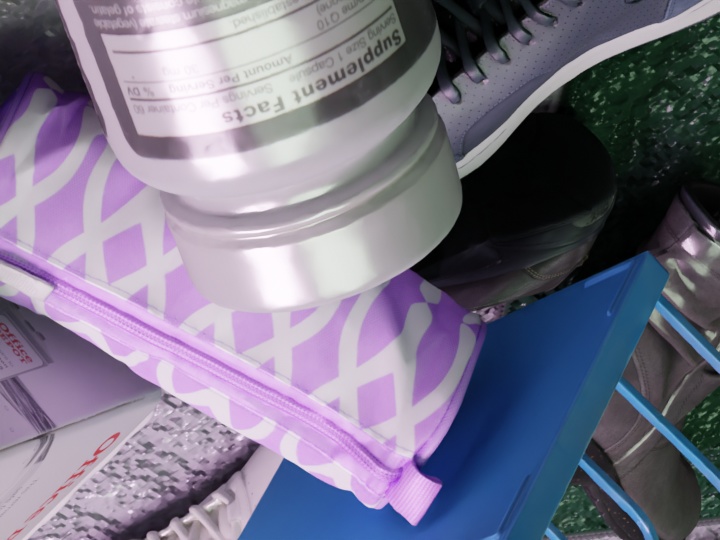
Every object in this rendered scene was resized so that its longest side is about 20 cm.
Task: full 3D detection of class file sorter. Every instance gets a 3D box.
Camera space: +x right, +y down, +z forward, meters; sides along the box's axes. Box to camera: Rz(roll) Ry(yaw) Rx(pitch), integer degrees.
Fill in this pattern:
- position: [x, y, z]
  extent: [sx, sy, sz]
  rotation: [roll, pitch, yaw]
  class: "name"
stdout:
- position: [0.054, 0.108, 1.078]
  extent: [0.123, 0.139, 0.200]
  rotation: [43, 141, -17]
  class: "file sorter"

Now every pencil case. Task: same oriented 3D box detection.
- position: [-0.054, 0.008, 1.018]
  extent: [0.199, 0.086, 0.084]
  rotation: [26, 120, -5]
  class: "pencil case"

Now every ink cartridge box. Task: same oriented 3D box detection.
- position: [-0.184, 0.076, 1.046]
  extent: [0.147, 0.083, 0.200]
  rotation: [-44, 168, 26]
  class: "ink cartridge box"

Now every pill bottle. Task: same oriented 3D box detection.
- position: [-0.040, -0.095, 0.915]
  extent: [0.113, 0.113, 0.201]
  rotation: [-19, 118, -1]
  class: "pill bottle"

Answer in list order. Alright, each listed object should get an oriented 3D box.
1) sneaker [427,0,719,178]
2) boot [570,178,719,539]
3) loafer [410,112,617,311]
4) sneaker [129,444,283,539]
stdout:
- position: [0.043, -0.101, 0.987]
  extent: [0.202, 0.077, 0.146]
  rotation: [-32, 161, 1]
  class: "sneaker"
- position: [0.136, 0.044, 1.209]
  extent: [0.132, 0.070, 0.200]
  rotation: [-39, 154, 7]
  class: "boot"
- position: [0.000, 0.000, 1.116]
  extent: [0.199, 0.073, 0.072]
  rotation: [-10, 143, -10]
  class: "loafer"
- position: [-0.066, 0.133, 1.233]
  extent: [0.099, 0.078, 0.200]
  rotation: [8, 131, -24]
  class: "sneaker"
